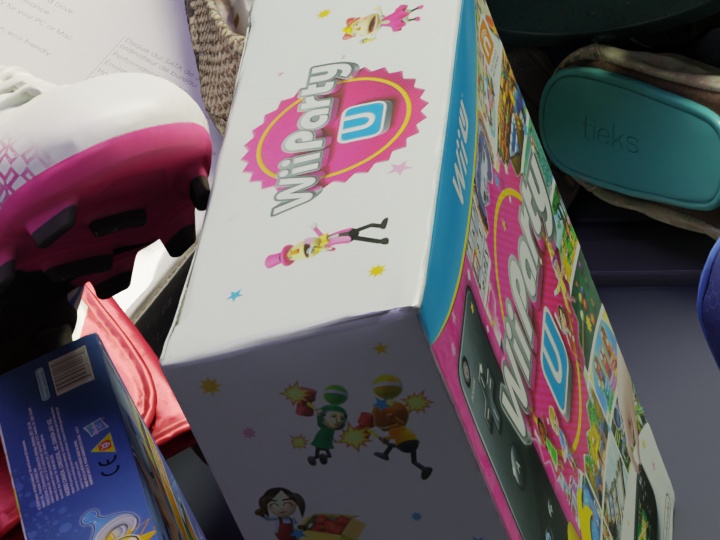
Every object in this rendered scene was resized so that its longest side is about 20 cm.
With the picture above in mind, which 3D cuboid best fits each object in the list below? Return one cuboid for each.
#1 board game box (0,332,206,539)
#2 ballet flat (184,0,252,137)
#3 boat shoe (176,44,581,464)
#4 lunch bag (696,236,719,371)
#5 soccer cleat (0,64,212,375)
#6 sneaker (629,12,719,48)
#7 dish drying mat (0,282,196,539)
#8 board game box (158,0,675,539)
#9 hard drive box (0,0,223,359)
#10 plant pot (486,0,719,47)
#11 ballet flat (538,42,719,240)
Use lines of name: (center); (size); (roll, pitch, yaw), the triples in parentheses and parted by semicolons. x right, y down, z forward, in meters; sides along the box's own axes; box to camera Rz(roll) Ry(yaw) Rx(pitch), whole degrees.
board game box: (-0.039, 0.123, 0.657); (0.034, 0.136, 0.200); (-25, 33, -1)
ballet flat: (-0.036, -0.128, 0.890); (0.067, 0.076, 0.201); (-5, 51, -11)
boat shoe: (0.000, 0.000, 0.865); (0.073, 0.075, 0.200); (-4, 30, 45)
lunch bag: (0.183, 0.016, 0.660); (0.199, 0.136, 0.132); (-34, 35, -11)
soccer cleat: (-0.097, -0.024, 0.692); (0.070, 0.087, 0.200); (-16, -12, -25)
sneaker: (0.123, -0.171, 0.997); (0.115, 0.076, 0.200); (22, 58, 45)
dish drying mat: (-0.133, -0.008, 0.809); (0.077, 0.018, 0.200); (-30, 64, -19)
board game box: (0.024, 0.044, 0.664); (0.064, 0.201, 0.148); (-12, 36, 17)
hard drive box: (-0.114, -0.035, 0.899); (0.155, 0.077, 0.200); (29, 52, 11)
plant pot: (0.071, -0.152, 0.843); (0.199, 0.200, 0.135); (-13, 76, 17)
ballet flat: (0.137, -0.032, 0.818); (0.062, 0.068, 0.200); (-9, 28, -36)
